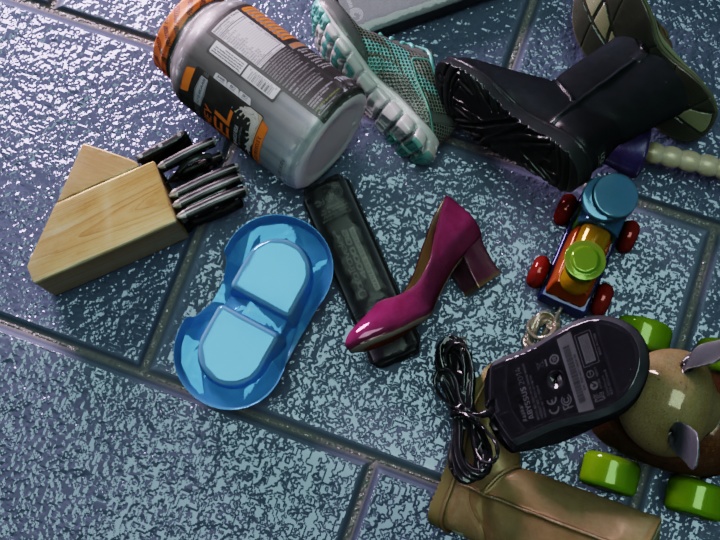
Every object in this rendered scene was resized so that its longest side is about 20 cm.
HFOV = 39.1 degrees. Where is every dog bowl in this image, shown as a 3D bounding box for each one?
[{"bbox_3d":[-0.102,0.044,0.999,0.111,0.050,0.201,27,79,8],"label":"dog bowl"}]

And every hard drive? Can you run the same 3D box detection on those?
[{"bbox_3d":[0.060,-0.337,1.089,0.199,0.033,0.140,-20,77,-2],"label":"hard drive"}]

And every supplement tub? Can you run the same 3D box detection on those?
[{"bbox_3d":[-0.103,-0.185,1.015,0.200,0.123,0.123,38,81,11],"label":"supplement tub"}]

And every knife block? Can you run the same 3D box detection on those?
[{"bbox_3d":[-0.213,-0.048,1.018,0.175,0.064,0.201,20,79,8],"label":"knife block"}]

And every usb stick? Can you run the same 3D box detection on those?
[{"bbox_3d":[0.000,0.000,1.014,0.055,0.033,0.201,-24,77,4],"label":"usb stick"}]

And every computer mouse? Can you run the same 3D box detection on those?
[{"bbox_3d":[0.163,0.101,0.885,0.199,0.053,0.139,-22,61,29],"label":"computer mouse"}]

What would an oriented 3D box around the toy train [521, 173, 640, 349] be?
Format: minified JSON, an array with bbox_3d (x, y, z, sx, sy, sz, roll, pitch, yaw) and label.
[{"bbox_3d":[0.203,0.008,0.959,0.084,0.116,0.201,24,79,8],"label":"toy train"}]

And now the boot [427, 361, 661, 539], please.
[{"bbox_3d":[0.175,0.193,0.904,0.199,0.066,0.176,18,89,36],"label":"boot"}]

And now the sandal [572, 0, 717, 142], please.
[{"bbox_3d":[0.289,-0.219,1.040,0.080,0.057,0.201,-34,95,32],"label":"sandal"}]

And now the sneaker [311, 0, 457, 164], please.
[{"bbox_3d":[0.030,-0.207,1.039,0.091,0.078,0.200,-41,94,-15],"label":"sneaker"}]

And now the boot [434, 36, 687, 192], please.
[{"bbox_3d":[0.194,-0.175,0.985,0.168,0.077,0.200,-36,57,-24],"label":"boot"}]

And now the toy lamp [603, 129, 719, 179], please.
[{"bbox_3d":[0.333,-0.106,1.011,0.199,0.058,0.059,15,78,6],"label":"toy lamp"}]

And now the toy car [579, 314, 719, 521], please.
[{"bbox_3d":[0.286,0.121,0.885,0.157,0.200,0.165,15,78,6],"label":"toy car"}]

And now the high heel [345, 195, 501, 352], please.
[{"bbox_3d":[0.043,0.004,0.968,0.199,0.067,0.096,-28,83,-39],"label":"high heel"}]
